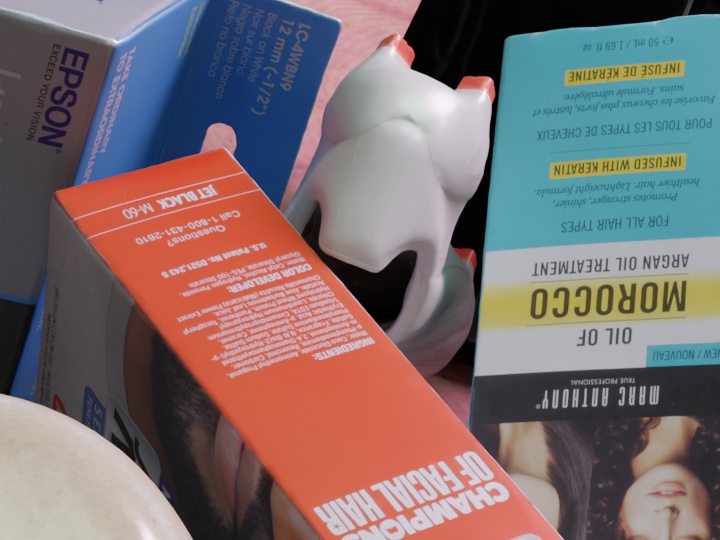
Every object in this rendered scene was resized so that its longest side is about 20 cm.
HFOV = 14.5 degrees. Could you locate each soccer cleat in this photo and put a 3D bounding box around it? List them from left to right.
[{"bbox_3d":[0.000,0.000,0.882,0.069,0.200,0.078,24,68,7],"label":"soccer cleat"}]

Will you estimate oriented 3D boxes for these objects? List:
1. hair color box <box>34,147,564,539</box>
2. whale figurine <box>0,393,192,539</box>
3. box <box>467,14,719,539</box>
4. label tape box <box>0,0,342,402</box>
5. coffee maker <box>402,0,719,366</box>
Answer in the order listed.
[{"bbox_3d":[-0.019,0.072,0.783,0.064,0.111,0.200,-18,47,-30],"label":"hair color box"},{"bbox_3d":[-0.130,0.116,0.683,0.200,0.104,0.159,-28,63,-25],"label":"whale figurine"},{"bbox_3d":[0.078,0.024,0.843,0.082,0.049,0.201,-4,63,21],"label":"box"},{"bbox_3d":[-0.121,-0.032,0.843,0.199,0.144,0.066,17,31,-6],"label":"label tape box"},{"bbox_3d":[0.057,-0.080,0.992,0.192,0.200,0.135,30,29,10],"label":"coffee maker"}]
